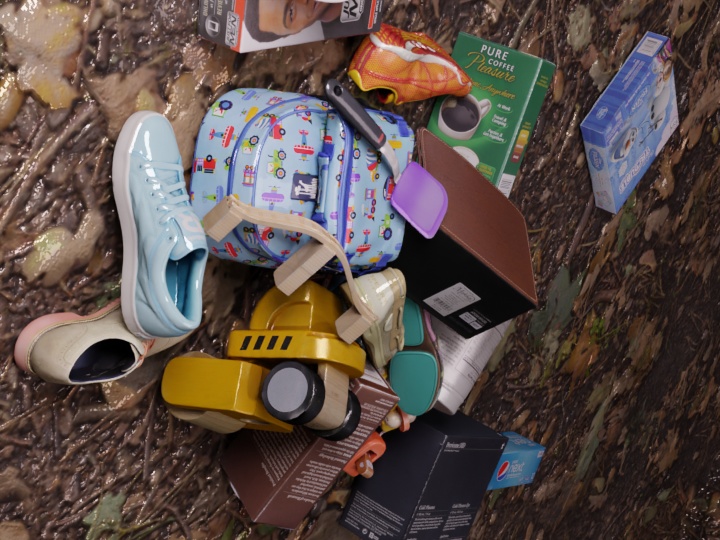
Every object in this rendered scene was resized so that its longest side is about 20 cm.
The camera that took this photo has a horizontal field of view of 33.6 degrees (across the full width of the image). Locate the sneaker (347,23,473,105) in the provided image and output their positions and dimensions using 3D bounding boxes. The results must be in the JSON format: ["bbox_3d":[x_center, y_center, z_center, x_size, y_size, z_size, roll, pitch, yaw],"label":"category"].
[{"bbox_3d":[0.053,-0.218,1.304,0.199,0.073,0.077,5,130,-52],"label":"sneaker"}]

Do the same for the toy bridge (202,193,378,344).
[{"bbox_3d":[-0.050,-0.007,1.087,0.067,0.027,0.200,-41,123,15],"label":"toy bridge"}]

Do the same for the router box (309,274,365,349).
[{"bbox_3d":[0.000,0.000,1.361,0.200,0.062,0.150,-45,144,-28],"label":"router box"}]

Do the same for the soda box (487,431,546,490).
[{"bbox_3d":[0.211,0.296,1.859,0.199,0.068,0.065,9,103,-57],"label":"soda box"}]

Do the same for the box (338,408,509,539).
[{"bbox_3d":[0.091,0.290,1.651,0.200,0.104,0.183,15,100,-58],"label":"box"}]

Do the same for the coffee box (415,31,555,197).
[{"bbox_3d":[0.140,-0.166,1.395,0.044,0.122,0.201,4,107,-54],"label":"coffee box"}]

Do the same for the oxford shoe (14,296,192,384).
[{"bbox_3d":[-0.215,0.069,1.090,0.199,0.074,0.071,-19,126,-49],"label":"oxford shoe"}]

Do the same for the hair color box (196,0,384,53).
[{"bbox_3d":[-0.057,-0.266,1.101,0.199,0.061,0.102,-21,128,-47],"label":"hair color box"}]

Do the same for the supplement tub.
[{"bbox_3d":[0.115,0.065,1.507,0.201,0.131,0.132,-57,147,-9],"label":"supplement tub"}]

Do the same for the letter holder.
[{"bbox_3d":[0.092,-0.042,1.300,0.200,0.100,0.143,35,40,-37],"label":"letter holder"}]

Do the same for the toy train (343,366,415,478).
[{"bbox_3d":[0.002,0.193,1.460,0.150,0.056,0.200,-35,141,2],"label":"toy train"}]

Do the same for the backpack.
[{"bbox_3d":[-0.061,-0.085,1.142,0.199,0.134,0.184,4,96,-49],"label":"backpack"}]

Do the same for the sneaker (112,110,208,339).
[{"bbox_3d":[-0.162,-0.040,1.040,0.074,0.081,0.202,-9,97,-54],"label":"sneaker"}]

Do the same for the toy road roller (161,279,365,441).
[{"bbox_3d":[-0.090,0.088,1.202,0.123,0.198,0.147,37,56,-60],"label":"toy road roller"}]

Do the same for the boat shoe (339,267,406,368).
[{"bbox_3d":[0.024,0.048,1.250,0.063,0.074,0.201,-27,158,-3],"label":"boat shoe"}]

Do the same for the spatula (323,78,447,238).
[{"bbox_3d":[0.024,-0.109,1.113,0.200,0.020,0.057,49,60,-40],"label":"spatula"}]

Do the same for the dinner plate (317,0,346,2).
[{"bbox_3d":[-0.054,-0.325,1.028,0.199,0.024,0.202,17,66,-43],"label":"dinner plate"}]

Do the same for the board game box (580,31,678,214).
[{"bbox_3d":[0.415,-0.223,1.823,0.200,0.043,0.199,-53,147,-18],"label":"board game box"}]

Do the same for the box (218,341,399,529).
[{"bbox_3d":[-0.058,0.175,1.302,0.075,0.100,0.200,26,109,-45],"label":"box"}]

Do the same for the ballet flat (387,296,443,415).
[{"bbox_3d":[0.063,0.076,1.382,0.071,0.069,0.201,-67,153,-50],"label":"ballet flat"}]
